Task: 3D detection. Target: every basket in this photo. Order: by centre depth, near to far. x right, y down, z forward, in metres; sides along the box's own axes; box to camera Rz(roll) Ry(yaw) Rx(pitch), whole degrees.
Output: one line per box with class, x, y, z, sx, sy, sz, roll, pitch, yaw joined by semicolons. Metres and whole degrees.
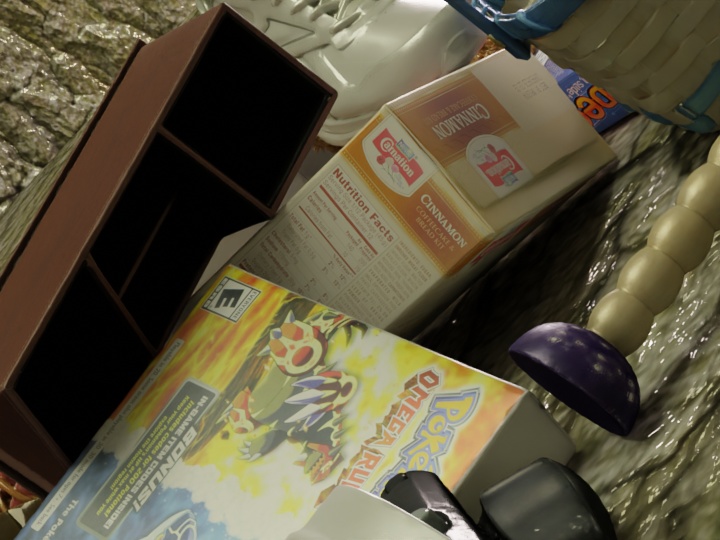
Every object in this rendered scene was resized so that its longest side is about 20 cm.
basket;0.099;-0.162;0.969;0.176;0.200;0.139;-48;18;0

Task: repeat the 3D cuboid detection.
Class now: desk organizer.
desk organizer;-0.092;-0.008;0.969;0.077;0.072;0.200;-18;40;56

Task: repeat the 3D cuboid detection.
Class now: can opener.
can opener;0.041;0.102;0.711;0.079;0.063;0.200;-48;12;7

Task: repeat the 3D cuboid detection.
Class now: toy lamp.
toy lamp;0.132;-0.035;0.828;0.200;0.058;0.058;-53;12;-7

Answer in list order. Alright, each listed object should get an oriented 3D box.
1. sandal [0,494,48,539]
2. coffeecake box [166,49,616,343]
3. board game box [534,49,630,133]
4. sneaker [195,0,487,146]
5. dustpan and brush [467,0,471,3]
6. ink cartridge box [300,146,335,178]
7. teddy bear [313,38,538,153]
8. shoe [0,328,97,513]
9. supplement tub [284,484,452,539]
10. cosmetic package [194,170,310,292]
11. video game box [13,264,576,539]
sandal;-0.169;0.137;0.980;0.054;0.200;0.080;80;-177;-55
coffeecake box;0.000;0.000;1.046;0.200;0.073;0.154;-43;-6;28
board game box;0.148;-0.147;1.150;0.135;0.034;0.200;-33;20;56
sneaker;-0.024;-0.118;1.098;0.078;0.099;0.200;-44;26;-25
dustpan and brush;0.063;-0.173;1.327;0.140;0.200;0.057;34;120;54
ink cartridge box;-0.001;-0.097;1.422;0.200;0.083;0.147;-54;14;-23
teddy bear;0.011;-0.086;1.246;0.145;0.200;0.067;56;-147;-76
shoe;-0.145;0.106;1.047;0.091;0.200;0.071;-30;36;-16
supplement tub;-0.018;0.164;0.534;0.200;0.145;0.145;-52;12;-11
cosmetic package;-0.106;0.043;1.275;0.199;0.123;0.200;-53;11;-15
video game box;-0.045;0.106;0.874;0.182;0.047;0.200;22;70;45
